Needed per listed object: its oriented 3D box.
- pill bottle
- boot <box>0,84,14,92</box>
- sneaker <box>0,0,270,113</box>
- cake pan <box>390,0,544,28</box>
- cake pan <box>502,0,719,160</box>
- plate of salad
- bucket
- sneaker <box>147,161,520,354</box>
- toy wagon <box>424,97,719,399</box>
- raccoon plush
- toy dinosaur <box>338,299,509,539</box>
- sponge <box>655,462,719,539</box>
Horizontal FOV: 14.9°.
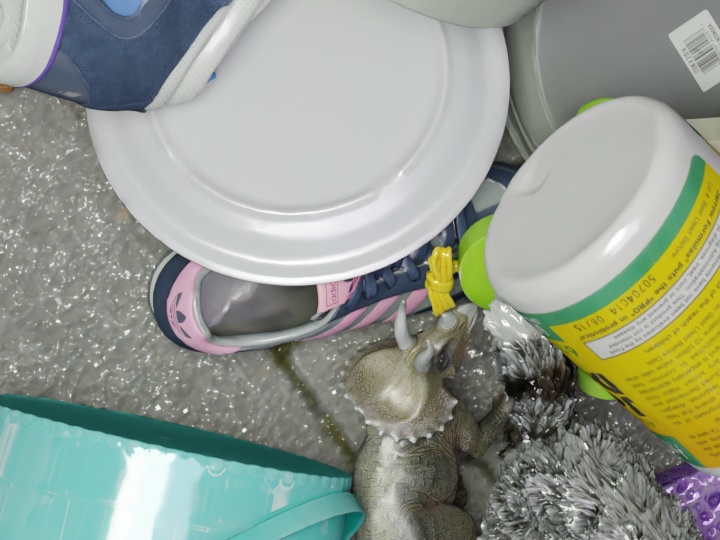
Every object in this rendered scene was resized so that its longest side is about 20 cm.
[{"bbox_3d":[0.159,0.023,1.241,0.200,0.113,0.113,40,90,-27],"label":"pill bottle"},{"bbox_3d":[-0.160,-0.157,1.275,0.200,0.077,0.156,-6,106,-19],"label":"boot"},{"bbox_3d":[-0.095,-0.169,1.230,0.146,0.081,0.200,4,100,-43],"label":"sneaker"},{"bbox_3d":[0.017,-0.180,1.249,0.200,0.200,0.037,30,120,-12],"label":"cake pan"},{"bbox_3d":[0.164,-0.111,1.342,0.200,0.037,0.201,-1,98,-9],"label":"cake pan"},{"bbox_3d":[-0.030,-0.085,1.301,0.200,0.048,0.200,0,71,1],"label":"plate of salad"},{"bbox_3d":[-0.101,0.140,1.262,0.207,0.207,0.135,12,90,-11],"label":"bucket"},{"bbox_3d":[0.000,0.000,1.315,0.200,0.082,0.070,-18,100,-7],"label":"sneaker"},{"bbox_3d":[0.129,-0.012,1.308,0.200,0.040,0.155,-4,124,-1],"label":"toy wagon"},{"bbox_3d":[0.124,0.111,1.268,0.097,0.134,0.200,-46,129,-36],"label":"raccoon plush"},{"bbox_3d":[0.026,0.105,1.314,0.102,0.077,0.200,-6,105,-50],"label":"toy dinosaur"},{"bbox_3d":[0.158,0.159,1.389,0.200,0.030,0.112,-22,101,-5],"label":"sponge"}]
